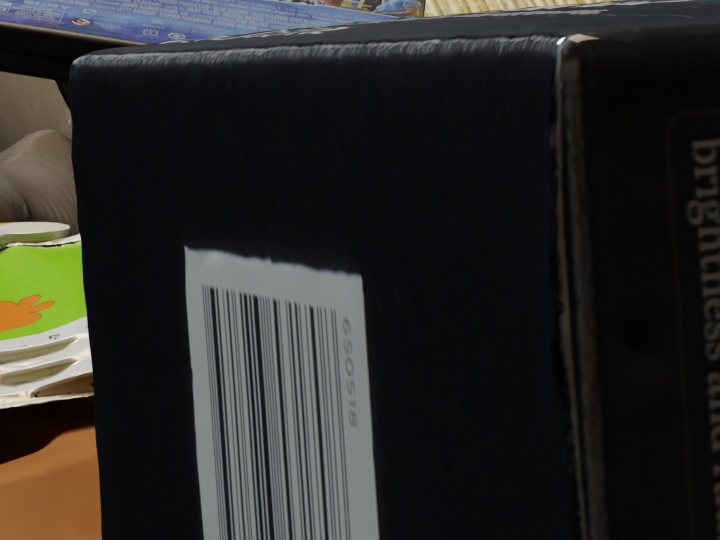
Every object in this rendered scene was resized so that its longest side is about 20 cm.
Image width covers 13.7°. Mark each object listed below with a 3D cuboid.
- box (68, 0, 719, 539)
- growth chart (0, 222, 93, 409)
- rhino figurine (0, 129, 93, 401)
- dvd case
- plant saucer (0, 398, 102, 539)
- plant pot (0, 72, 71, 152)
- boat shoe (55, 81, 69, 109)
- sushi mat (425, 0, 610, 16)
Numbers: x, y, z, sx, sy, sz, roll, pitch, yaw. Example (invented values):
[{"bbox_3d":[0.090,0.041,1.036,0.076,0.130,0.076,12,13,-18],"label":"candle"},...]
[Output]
[{"bbox_3d":[0.080,0.016,0.440,0.200,0.118,0.197,-5,5,-21],"label":"box"},{"bbox_3d":[-0.120,0.012,0.656,0.200,0.018,0.145,-8,18,-19],"label":"growth chart"},{"bbox_3d":[-0.090,0.006,0.825,0.060,0.088,0.200,-2,5,16],"label":"rhino figurine"},{"bbox_3d":[-0.050,-0.097,0.934,0.142,0.018,0.200,8,26,0],"label":"dvd case"},{"bbox_3d":[-0.123,0.055,0.613,0.200,0.038,0.200,-5,5,0],"label":"plant saucer"},{"bbox_3d":[-0.051,-0.060,1.105,0.200,0.201,0.175,-6,22,-18],"label":"plant pot"},{"bbox_3d":[-0.055,-0.065,0.969,0.069,0.074,0.200,-27,45,-12],"label":"boat shoe"},{"bbox_3d":[0.076,-0.039,0.990,0.095,0.012,0.200,-5,39,-18],"label":"sushi mat"}]
